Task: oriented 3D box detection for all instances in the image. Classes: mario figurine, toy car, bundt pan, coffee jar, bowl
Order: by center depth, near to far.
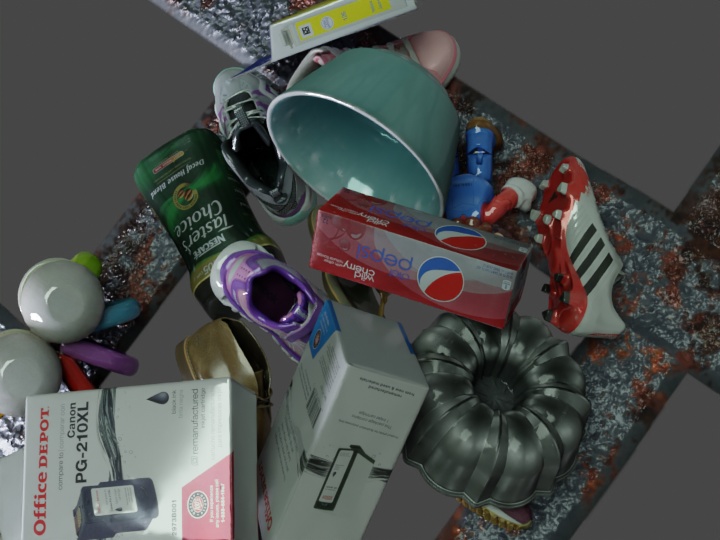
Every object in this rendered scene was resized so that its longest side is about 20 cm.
[{"bbox_3d":[0.127,0.116,1.237,0.200,0.076,0.203,6,57,-10],"label":"bundt pan"},{"bbox_3d":[0.018,-0.140,1.293,0.200,0.201,0.105,24,65,19],"label":"bowl"},{"bbox_3d":[0.107,-0.048,1.351,0.123,0.106,0.201,-26,52,44],"label":"mario figurine"},{"bbox_3d":[-0.306,0.084,1.376,0.149,0.175,0.201,31,82,-14],"label":"toy car"},{"bbox_3d":[-0.155,-0.044,1.397,0.104,0.085,0.201,-32,70,4],"label":"coffee jar"}]

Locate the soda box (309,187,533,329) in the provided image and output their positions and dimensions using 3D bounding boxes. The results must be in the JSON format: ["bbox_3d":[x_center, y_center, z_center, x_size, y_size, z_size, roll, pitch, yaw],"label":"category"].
[{"bbox_3d":[0.056,-0.013,1.245,0.199,0.070,0.064,18,118,14],"label":"soda box"}]

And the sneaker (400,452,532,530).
[{"bbox_3d":[0.099,0.165,1.278,0.200,0.075,0.090,38,78,15],"label":"sneaker"}]

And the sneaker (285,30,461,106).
[{"bbox_3d":[0.010,-0.205,1.393,0.199,0.105,0.076,-27,66,5],"label":"sneaker"}]

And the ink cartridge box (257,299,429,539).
[{"bbox_3d":[-0.023,0.151,1.212,0.084,0.146,0.201,17,108,-16],"label":"ink cartridge box"}]

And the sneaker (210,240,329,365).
[{"bbox_3d":[-0.055,0.047,1.303,0.200,0.088,0.081,35,82,-19],"label":"sneaker"}]

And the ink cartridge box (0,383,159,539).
[{"bbox_3d":[-0.239,0.230,1.306,0.199,0.147,0.147,-25,70,5],"label":"ink cartridge box"}]

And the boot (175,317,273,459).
[{"bbox_3d":[-0.116,0.141,1.326,0.075,0.073,0.201,-35,74,28],"label":"boot"}]

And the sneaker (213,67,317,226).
[{"bbox_3d":[-0.115,-0.152,1.388,0.077,0.140,0.201,-32,69,4],"label":"sneaker"}]

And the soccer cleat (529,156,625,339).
[{"bbox_3d":[0.221,-0.021,1.310,0.085,0.069,0.201,17,54,-22],"label":"soccer cleat"}]

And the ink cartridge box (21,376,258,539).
[{"bbox_3d":[-0.198,0.181,1.186,0.198,0.084,0.146,-6,73,12],"label":"ink cartridge box"}]

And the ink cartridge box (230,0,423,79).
[{"bbox_3d":[-0.034,-0.260,1.376,0.198,0.198,0.047,-16,103,8],"label":"ink cartridge box"}]

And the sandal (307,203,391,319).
[{"bbox_3d":[0.000,0.000,1.328,0.054,0.080,0.201,-38,48,21],"label":"sandal"}]

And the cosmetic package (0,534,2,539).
[{"bbox_3d":[-0.403,0.250,1.314,0.087,0.200,0.104,-5,74,12],"label":"cosmetic package"}]
